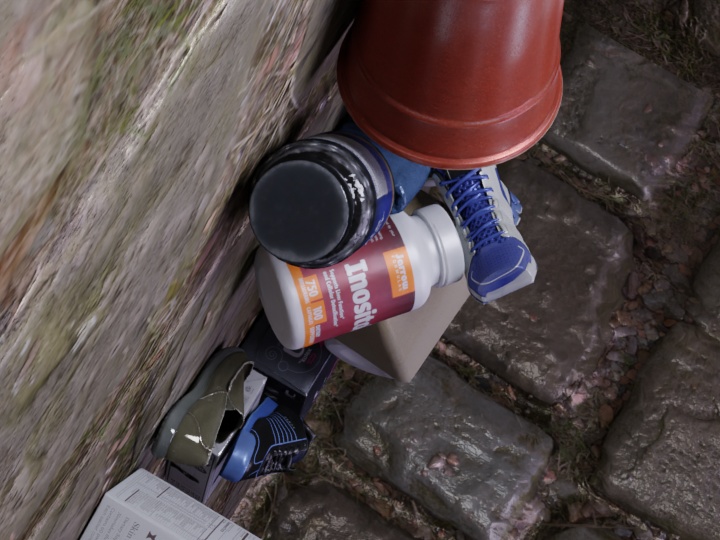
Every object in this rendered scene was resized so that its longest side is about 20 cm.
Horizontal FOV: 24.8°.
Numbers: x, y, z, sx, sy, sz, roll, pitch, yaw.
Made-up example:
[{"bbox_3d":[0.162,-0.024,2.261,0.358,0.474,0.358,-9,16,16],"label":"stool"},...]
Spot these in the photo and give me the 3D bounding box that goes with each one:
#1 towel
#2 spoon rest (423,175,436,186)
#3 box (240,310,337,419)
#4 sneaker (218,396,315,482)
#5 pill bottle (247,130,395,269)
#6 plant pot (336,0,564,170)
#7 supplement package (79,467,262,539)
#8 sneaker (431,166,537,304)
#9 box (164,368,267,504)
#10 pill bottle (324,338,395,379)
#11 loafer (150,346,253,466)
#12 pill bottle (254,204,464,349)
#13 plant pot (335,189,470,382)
[{"bbox_3d":[0.019,-0.115,1.727,0.200,0.111,0.049,-56,164,-64],"label":"towel"},{"bbox_3d":[0.110,-0.123,1.968,0.099,0.061,0.200,-48,-149,11],"label":"spoon rest"},{"bbox_3d":[-0.091,0.113,2.100,0.123,0.106,0.200,-59,176,-19],"label":"box"},{"bbox_3d":[-0.105,0.207,1.924,0.070,0.078,0.200,-61,177,19],"label":"sneaker"},{"bbox_3d":[-0.036,-0.062,1.429,0.112,0.112,0.200,-60,176,12],"label":"pill bottle"},{"bbox_3d":[0.085,-0.221,1.350,0.201,0.200,0.196,-58,167,-29],"label":"plant pot"},{"bbox_3d":[-0.191,0.325,1.661,0.152,0.199,0.151,-60,177,5],"label":"supplement package"},{"bbox_3d":[0.120,-0.060,1.722,0.080,0.115,0.200,-26,-149,14],"label":"sneaker"},{"bbox_3d":[-0.174,0.191,1.941,0.117,0.060,0.200,-58,176,-24],"label":"box"},{"bbox_3d":[0.042,0.020,1.991,0.114,0.113,0.201,106,5,-75],"label":"pill bottle"},{"bbox_3d":[-0.159,0.154,1.775,0.075,0.069,0.200,-62,176,35],"label":"loafer"},{"bbox_3d":[0.000,0.000,1.683,0.199,0.113,0.113,-19,163,-16],"label":"pill bottle"},{"bbox_3d":[0.017,-0.025,1.853,0.200,0.199,0.177,-54,162,-9],"label":"plant pot"}]
